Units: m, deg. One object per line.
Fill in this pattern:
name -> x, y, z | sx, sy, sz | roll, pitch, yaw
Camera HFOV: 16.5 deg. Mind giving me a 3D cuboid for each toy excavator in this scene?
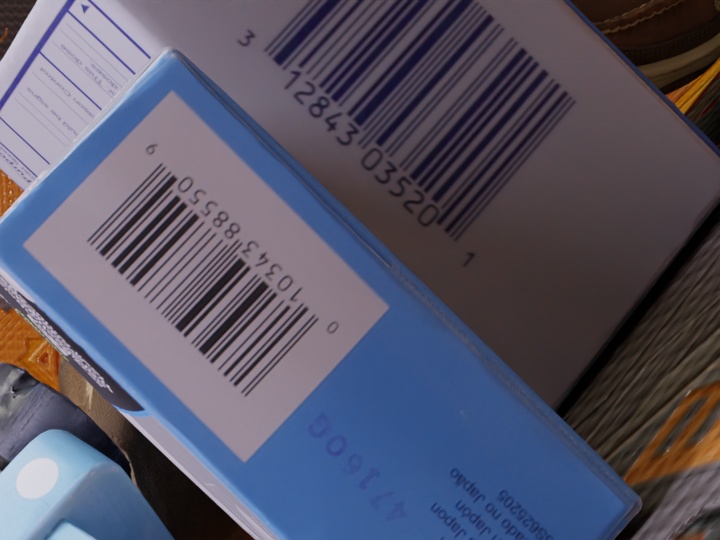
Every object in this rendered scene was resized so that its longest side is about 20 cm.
toy excavator -> -0.056, 0.102, 0.612 | 0.100, 0.199, 0.195 | -49, -38, -18

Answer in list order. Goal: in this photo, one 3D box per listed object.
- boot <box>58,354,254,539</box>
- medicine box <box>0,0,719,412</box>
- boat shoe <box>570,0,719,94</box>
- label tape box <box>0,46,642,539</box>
boot -> -0.070, 0.075, 0.810 | 0.200, 0.073, 0.076 | 82, -164, -61
medicine box -> -0.013, -0.037, 0.767 | 0.103, 0.182, 0.200 | -48, 6, -19
boat shoe -> 0.106, -0.124, 0.816 | 0.202, 0.074, 0.075 | -43, -31, -48
label tape box -> -0.025, 0.026, 0.615 | 0.066, 0.143, 0.200 | -47, 6, -10
